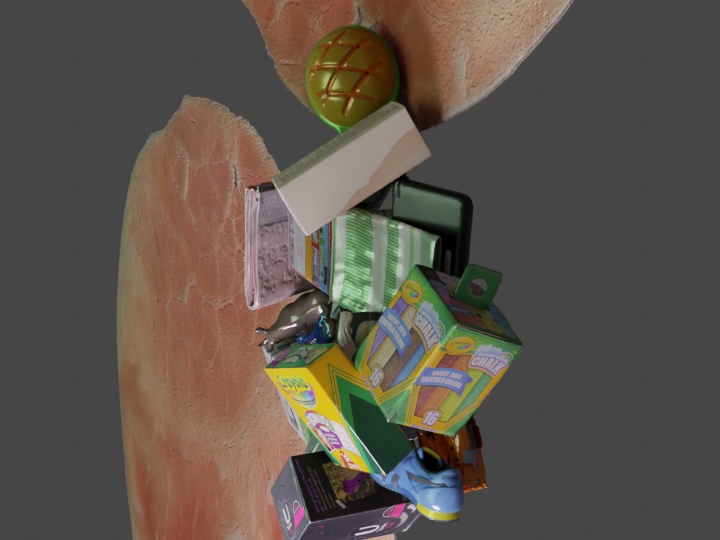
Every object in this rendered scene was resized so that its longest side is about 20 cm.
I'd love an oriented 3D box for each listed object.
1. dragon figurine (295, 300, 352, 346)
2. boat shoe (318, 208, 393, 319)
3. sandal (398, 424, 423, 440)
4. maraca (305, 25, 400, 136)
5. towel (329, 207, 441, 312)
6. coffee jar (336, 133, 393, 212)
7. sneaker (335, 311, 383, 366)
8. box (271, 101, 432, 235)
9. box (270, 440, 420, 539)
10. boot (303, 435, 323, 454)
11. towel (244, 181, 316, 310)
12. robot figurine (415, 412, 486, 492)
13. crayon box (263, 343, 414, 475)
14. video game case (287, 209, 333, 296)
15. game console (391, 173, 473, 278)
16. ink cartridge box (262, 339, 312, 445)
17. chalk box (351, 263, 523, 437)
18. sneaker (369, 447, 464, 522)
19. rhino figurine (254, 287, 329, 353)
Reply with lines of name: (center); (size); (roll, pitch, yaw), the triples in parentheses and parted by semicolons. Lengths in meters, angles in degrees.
dragon figurine: (-0.045, 0.111, 1.744); (0.200, 0.058, 0.100); (-116, 44, -63)
boat shoe: (0.000, 0.000, 1.793); (0.075, 0.064, 0.203); (-88, 18, -63)
sandal: (0.049, 0.142, 1.739); (0.075, 0.048, 0.202); (-15, 93, 23)
maraca: (-0.004, -0.249, 1.730); (0.107, 0.136, 0.202); (19, -132, -67)
towel: (0.029, 0.002, 1.653); (0.199, 0.023, 0.154); (23, 118, 45)
coffee jar: (-0.014, -0.107, 1.820); (0.201, 0.085, 0.105); (115, 143, -51)
sneaker: (0.028, 0.133, 1.659); (0.074, 0.079, 0.201); (-83, -21, -47)
box: (-0.014, -0.138, 1.644); (0.078, 0.199, 0.095); (57, 180, -15)
box: (-0.013, 0.323, 1.782); (0.123, 0.198, 0.107); (117, 140, -52)
boot: (-0.034, 0.238, 1.810); (0.074, 0.095, 0.200); (43, 107, 16)
towel: (-0.113, -0.049, 1.950); (0.032, 0.199, 0.193); (10, 106, 32)
robot figurine: (0.111, 0.198, 1.646); (0.145, 0.058, 0.202); (143, 118, -62)
crayon box: (-0.033, 0.181, 1.633); (0.173, 0.058, 0.200); (53, 161, -9)
video game case: (-0.068, -0.051, 1.829); (0.200, 0.017, 0.145); (-148, 55, -64)
game console: (0.094, -0.033, 1.680); (0.175, 0.116, 0.202); (16, 115, 32)
ink cartridge box: (-0.081, 0.189, 1.971); (0.200, 0.083, 0.147); (-155, 46, -73)
chalk box: (0.105, 0.083, 1.515); (0.201, 0.124, 0.124); (-56, 40, 21)
sneaker: (0.074, 0.256, 1.605); (0.200, 0.065, 0.079); (22, 109, 61)
rhino figurine: (-0.096, 0.076, 1.963); (0.199, 0.087, 0.060); (-32, 91, 31)
